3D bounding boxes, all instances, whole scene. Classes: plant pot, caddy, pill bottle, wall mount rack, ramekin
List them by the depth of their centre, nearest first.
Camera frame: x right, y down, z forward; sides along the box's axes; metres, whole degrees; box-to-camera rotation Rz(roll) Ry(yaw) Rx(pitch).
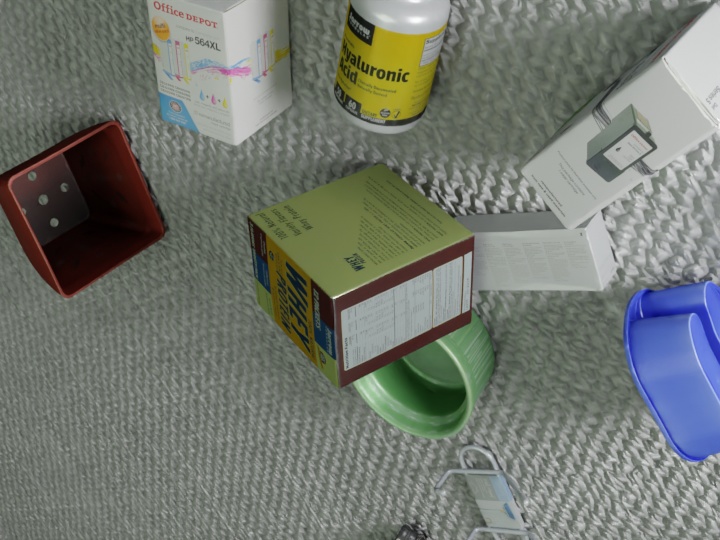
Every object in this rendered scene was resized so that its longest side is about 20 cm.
[{"bbox_3d":[0.356,0.110,1.130,0.104,0.141,0.202,-20,107,43],"label":"caddy"},{"bbox_3d":[0.036,-0.260,1.131,0.110,0.111,0.202,30,135,18],"label":"pill bottle"},{"bbox_3d":[0.084,0.116,1.393,0.198,0.098,0.203,22,133,25],"label":"ramekin"},{"bbox_3d":[0.202,0.352,1.495,0.172,0.075,0.202,-6,118,42],"label":"wall mount rack"},{"bbox_3d":[-0.458,-0.104,1.614,0.175,0.199,0.203,12,130,47],"label":"plant pot"}]

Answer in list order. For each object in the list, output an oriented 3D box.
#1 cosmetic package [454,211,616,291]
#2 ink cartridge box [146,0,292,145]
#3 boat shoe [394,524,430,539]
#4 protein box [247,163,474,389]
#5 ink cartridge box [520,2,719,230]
[{"bbox_3d":[0.196,-0.024,1.227,0.198,0.051,0.084,0,123,40],"label":"cosmetic package"},{"bbox_3d":[-0.171,-0.284,1.274,0.127,0.125,0.202,21,133,26],"label":"ink cartridge box"},{"bbox_3d":[0.052,0.491,1.730,0.060,0.074,0.201,38,135,8],"label":"boat shoe"},{"bbox_3d":[0.000,0.000,1.251,0.198,0.198,0.137,41,145,43],"label":"protein box"},{"bbox_3d":[0.270,-0.146,0.999,0.084,0.145,0.200,49,138,-2],"label":"ink cartridge box"}]
